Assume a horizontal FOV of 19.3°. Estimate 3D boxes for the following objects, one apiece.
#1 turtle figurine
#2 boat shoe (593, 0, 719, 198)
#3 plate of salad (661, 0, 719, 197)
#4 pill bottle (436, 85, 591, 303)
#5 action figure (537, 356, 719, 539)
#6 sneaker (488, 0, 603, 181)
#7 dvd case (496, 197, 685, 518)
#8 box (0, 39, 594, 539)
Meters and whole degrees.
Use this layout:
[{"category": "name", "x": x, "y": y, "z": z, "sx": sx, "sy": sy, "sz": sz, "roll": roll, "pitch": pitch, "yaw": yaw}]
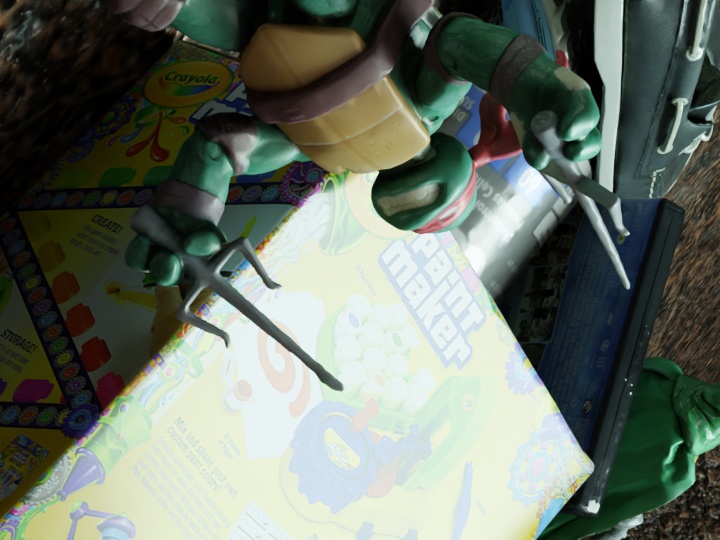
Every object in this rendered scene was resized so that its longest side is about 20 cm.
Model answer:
[{"category": "turtle figurine", "x": -0.013, "y": -0.053, "z": 0.631, "sx": 0.150, "sy": 0.200, "sz": 0.101, "roll": -30, "pitch": -147, "yaw": 20}, {"category": "boat shoe", "x": 0.139, "y": -0.084, "z": 0.979, "sx": 0.200, "sy": 0.060, "sz": 0.076, "roll": 77, "pitch": 18, "yaw": -59}, {"category": "plate of salad", "x": 0.173, "y": -0.133, "z": 1.100, "sx": 0.200, "sy": 0.048, "sz": 0.200, "roll": -172, "pitch": -90, "yaw": -82}, {"category": "pill bottle", "x": 0.000, "y": 0.000, "z": 0.939, "sx": 0.200, "sy": 0.114, "sz": 0.114, "roll": -51, "pitch": 165, "yaw": -5}, {"category": "action figure", "x": 0.098, "y": 0.090, "z": 0.968, "sx": 0.055, "sy": 0.118, "sz": 0.200, "roll": 15, "pitch": 151, "yaw": -39}, {"category": "sneaker", "x": 0.070, "y": -0.082, "z": 1.021, "sx": 0.078, "sy": 0.090, "sz": 0.200, "roll": -69, "pitch": 161, "yaw": -47}, {"category": "dvd case", "x": 0.062, "y": 0.036, "z": 0.988, "sx": 0.200, "sy": 0.018, "sz": 0.143, "roll": 2, "pitch": -108, "yaw": 56}, {"category": "box", "x": -0.048, "y": 0.062, "z": 0.765, "sx": 0.193, "sy": 0.122, "sz": 0.200, "roll": -47, "pitch": 131, "yaw": -17}]
